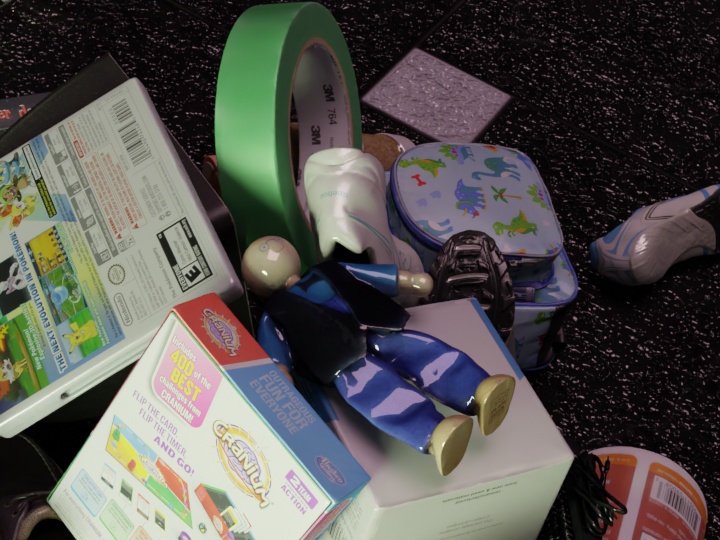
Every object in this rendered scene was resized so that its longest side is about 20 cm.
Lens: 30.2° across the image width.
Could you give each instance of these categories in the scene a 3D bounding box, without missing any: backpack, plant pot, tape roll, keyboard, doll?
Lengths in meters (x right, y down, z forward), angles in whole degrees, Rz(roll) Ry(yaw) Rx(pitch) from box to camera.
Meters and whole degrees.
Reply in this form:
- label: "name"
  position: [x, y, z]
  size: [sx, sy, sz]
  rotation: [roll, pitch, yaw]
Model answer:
- label: "backpack"
  position: [0.069, -0.017, 1.124]
  size: [0.197, 0.148, 0.184]
  rotation: [-2, 43, -10]
- label: "plant pot"
  position: [-0.209, -0.005, 1.018]
  size: [0.176, 0.201, 0.201]
  rotation: [-28, 57, -18]
- label: "tape roll"
  position: [-0.049, -0.098, 1.008]
  size: [0.047, 0.202, 0.202]
  rotation: [-1, 41, 18]
- label: "keyboard"
  position: [0.130, 0.165, 0.914]
  size: [0.039, 0.104, 0.200]
  rotation: [35, 16, -9]
- label: "doll"
  position: [0.001, 0.040, 0.832]
  size: [0.199, 0.049, 0.136]
  rotation: [34, 56, 28]

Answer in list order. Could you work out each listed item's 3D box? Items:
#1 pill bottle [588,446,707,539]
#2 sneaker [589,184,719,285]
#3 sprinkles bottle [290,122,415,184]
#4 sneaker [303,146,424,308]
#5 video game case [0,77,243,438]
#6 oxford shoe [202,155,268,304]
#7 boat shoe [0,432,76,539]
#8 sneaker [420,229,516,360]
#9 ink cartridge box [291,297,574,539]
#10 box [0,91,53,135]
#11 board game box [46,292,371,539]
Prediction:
- label: "pill bottle"
  position: [0.173, 0.230, 0.931]
  size: [0.111, 0.113, 0.201]
  rotation: [21, 45, 7]
- label: "sneaker"
  position: [0.294, -0.039, 1.263]
  size: [0.199, 0.073, 0.072]
  rotation: [-20, 27, -39]
- label: "sprinkles bottle"
  position: [-0.029, -0.092, 1.176]
  size: [0.199, 0.069, 0.068]
  rotation: [0, 40, -50]
- label: "sneaker"
  position: [0.000, 0.000, 0.958]
  size: [0.069, 0.201, 0.081]
  rotation: [-7, 57, 14]
- label: "video game case"
  position: [-0.192, -0.015, 0.898]
  size: [0.181, 0.022, 0.201]
  rotation: [-31, 57, 1]
- label: "oxford shoe"
  position: [-0.072, -0.036, 1.162]
  size: [0.073, 0.071, 0.201]
  rotation: [-10, 50, -26]
- label: "boat shoe"
  position: [-0.214, 0.182, 0.913]
  size: [0.071, 0.065, 0.201]
  rotation: [-12, 50, -24]
- label: "sneaker"
  position: [0.087, 0.069, 1.028]
  size: [0.073, 0.203, 0.079]
  rotation: [-4, 8, 9]
- label: "ink cartridge box"
  position: [0.026, 0.149, 0.910]
  size: [0.144, 0.201, 0.147]
  rotation: [-10, 48, -24]
- label: "box"
  position: [-0.294, -0.075, 1.094]
  size: [0.198, 0.138, 0.038]
  rotation: [-13, 50, -25]
- label: "board game box"
  position: [-0.101, 0.137, 0.832]
  size: [0.153, 0.201, 0.040]
  rotation: [48, 35, 14]
